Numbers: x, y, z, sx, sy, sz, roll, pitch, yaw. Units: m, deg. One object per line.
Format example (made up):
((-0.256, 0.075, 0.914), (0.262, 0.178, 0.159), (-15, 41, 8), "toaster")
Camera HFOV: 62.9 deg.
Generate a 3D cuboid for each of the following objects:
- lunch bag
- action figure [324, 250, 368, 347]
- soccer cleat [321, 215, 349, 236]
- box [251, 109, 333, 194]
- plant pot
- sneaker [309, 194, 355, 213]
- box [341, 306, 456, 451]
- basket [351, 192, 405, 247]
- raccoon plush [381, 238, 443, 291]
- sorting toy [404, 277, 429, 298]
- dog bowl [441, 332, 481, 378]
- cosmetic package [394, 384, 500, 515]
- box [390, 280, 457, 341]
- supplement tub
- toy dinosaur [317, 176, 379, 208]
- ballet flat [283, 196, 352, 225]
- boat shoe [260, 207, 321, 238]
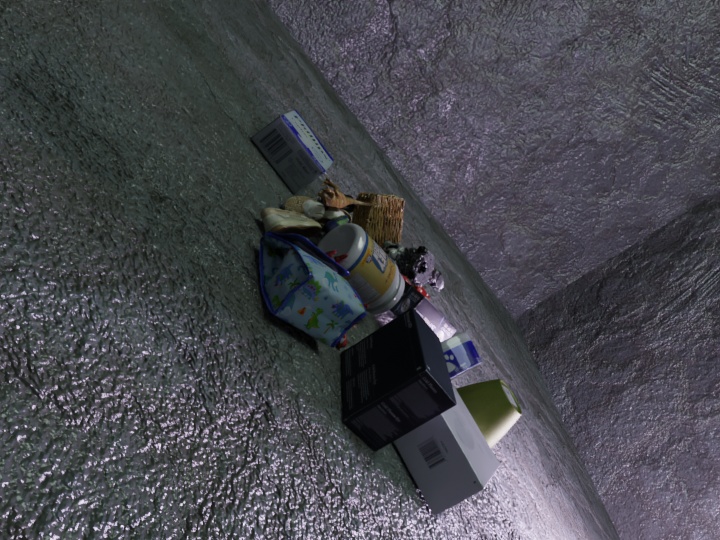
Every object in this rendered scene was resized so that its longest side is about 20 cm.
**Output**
((-0.101, 0.021, 1.116), (0.170, 0.127, 0.200), (39, 10, -39), "lunch bag")
((-0.025, 0.057, 1.215), (0.065, 0.099, 0.201), (15, 68, -51), "action figure")
((-0.033, -0.065, 1.482), (0.065, 0.083, 0.200), (57, -4, 34), "soccer cleat")
((-0.177, -0.325, 1.593), (0.184, 0.105, 0.200), (52, 16, -13), "box")
((0.268, 0.343, 1.382), (0.187, 0.200, 0.187), (49, 17, -21), "plant pot")
((-0.108, -0.157, 1.546), (0.199, 0.088, 0.075), (-14, 99, -50), "sneaker")
((0.065, 0.201, 1.111), (0.104, 0.182, 0.200), (47, 18, -25), "box")
((0.018, -0.113, 1.621), (0.142, 0.201, 0.149), (-1, 9, -41), "basket")
((0.125, -0.001, 1.564), (0.133, 0.097, 0.200), (18, -27, 36), "raccoon plush")
((0.144, 0.071, 1.802), (0.200, 0.069, 0.199), (52, 16, -15), "sorting toy")
((0.175, 0.223, 1.353), (0.079, 0.199, 0.200), (62, 17, 15), "dog bowl")
((0.172, 0.359, 1.213), (0.200, 0.123, 0.200), (60, 18, 16), "cosmetic package")
((0.139, 0.104, 1.580), (0.164, 0.086, 0.200), (44, -2, -35), "box")
((0.000, 0.000, 1.386), (0.200, 0.144, 0.145), (43, 20, -36), "supplement tub")
((-0.052, -0.177, 1.470), (0.106, 0.061, 0.200), (47, 29, 19), "toy dinosaur")
((-0.096, -0.143, 1.446), (0.199, 0.065, 0.071), (7, 82, -47), "ballet flat")
((-0.151, -0.105, 1.299), (0.065, 0.072, 0.200), (60, 22, 12), "boat shoe")
